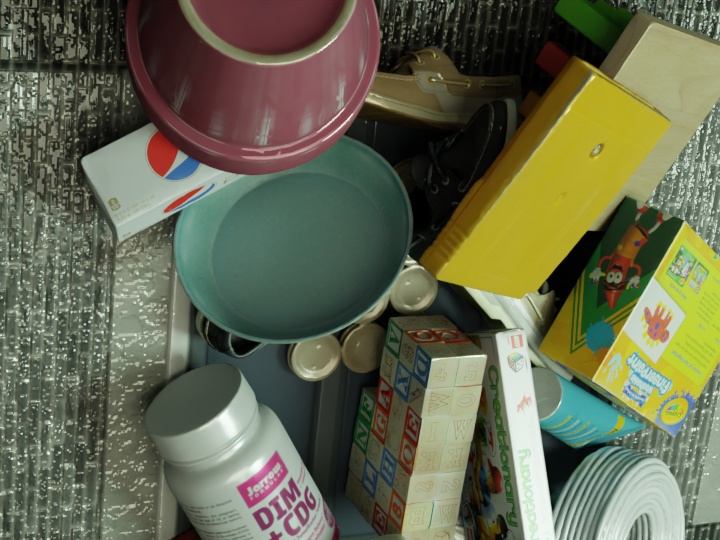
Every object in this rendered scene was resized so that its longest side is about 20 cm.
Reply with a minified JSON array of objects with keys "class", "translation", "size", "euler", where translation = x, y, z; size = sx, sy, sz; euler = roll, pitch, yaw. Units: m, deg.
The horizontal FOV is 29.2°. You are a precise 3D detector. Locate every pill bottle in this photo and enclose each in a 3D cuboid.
[{"class":"pill bottle","translation":[-0.104,0.188,1.222],"size":[0.113,0.113,0.201],"euler":[-32,119,-9]}]

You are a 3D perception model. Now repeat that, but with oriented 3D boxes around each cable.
[{"class":"cable","translation":[0.258,0.281,1.402],"size":[0.199,0.069,0.202],"euler":[-25,117,-47]}]

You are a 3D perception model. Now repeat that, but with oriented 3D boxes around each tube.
[{"class":"tube","translation":[0.207,0.141,1.333],"size":[0.077,0.051,0.200],"euler":[-17,155,25]}]

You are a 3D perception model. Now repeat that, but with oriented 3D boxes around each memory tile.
[{"class":"memory tile","translation":[0.000,0.000,1.252],"size":[0.152,0.017,0.202],"euler":[-10,114,-20]}]

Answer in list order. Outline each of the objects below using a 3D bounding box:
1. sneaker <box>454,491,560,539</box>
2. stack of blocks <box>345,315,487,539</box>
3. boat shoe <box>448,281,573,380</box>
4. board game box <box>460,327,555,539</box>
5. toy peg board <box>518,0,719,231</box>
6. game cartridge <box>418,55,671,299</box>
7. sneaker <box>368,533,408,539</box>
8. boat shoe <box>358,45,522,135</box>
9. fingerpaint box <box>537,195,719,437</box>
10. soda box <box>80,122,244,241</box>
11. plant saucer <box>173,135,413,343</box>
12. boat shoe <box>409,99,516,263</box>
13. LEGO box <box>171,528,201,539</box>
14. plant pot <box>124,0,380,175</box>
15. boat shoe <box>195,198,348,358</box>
[{"class":"sneaker","translation":[0.137,0.238,1.381],"size":[0.199,0.077,0.087],"euler":[20,89,-36]},{"class":"stack of blocks","translation":[0.048,0.145,1.265],"size":[0.058,0.115,0.202],"euler":[-2,113,-27]},{"class":"boat shoe","translation":[0.153,0.037,1.299],"size":[0.068,0.075,0.200],"euler":[-46,126,-6]},{"class":"board game box","translation":[0.123,0.155,1.262],"size":[0.034,0.126,0.202],"euler":[-8,89,-22]},{"class":"toy peg board","translation":[0.212,-0.145,1.226],"size":[0.199,0.098,0.200],"euler":[2,127,-52]},{"class":"game cartridge","translation":[0.152,-0.067,1.121],"size":[0.200,0.032,0.176],"euler":[-51,151,15]},{"class":"sneaker","translation":[-0.007,0.323,1.244],"size":[0.199,0.077,0.112],"euler":[-36,93,23]},{"class":"boat shoe","translation":[0.057,-0.158,1.188],"size":[0.199,0.074,0.070],"euler":[8,90,-34]},{"class":"fingerpaint box","translation":[0.276,0.048,1.316],"size":[0.200,0.073,0.168],"euler":[31,89,-50]},{"class":"soda box","translation":[-0.124,-0.101,1.117],"size":[0.199,0.068,0.064],"euler":[-30,86,-11]},{"class":"plant saucer","translation":[-0.054,-0.024,1.139],"size":[0.199,0.200,0.036],"euler":[-32,152,-9]},{"class":"boat shoe","translation":[0.071,-0.074,1.163],"size":[0.066,0.075,0.200],"euler":[12,147,-12]},{"class":"LEGO box","translation":[-0.168,0.336,1.202],"size":[0.148,0.200,0.078],"euler":[-28,119,-12]},{"class":"plant pot","translation":[-0.075,-0.185,1.011],"size":[0.198,0.179,0.202],"euler":[1,82,-8]},{"class":"boat shoe","translation":[-0.052,0.002,1.182],"size":[0.199,0.066,0.075],"euler":[-36,118,-6]}]
